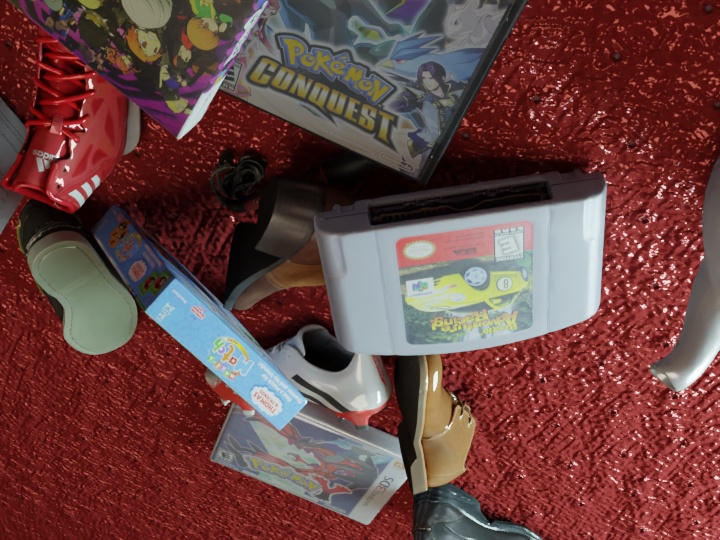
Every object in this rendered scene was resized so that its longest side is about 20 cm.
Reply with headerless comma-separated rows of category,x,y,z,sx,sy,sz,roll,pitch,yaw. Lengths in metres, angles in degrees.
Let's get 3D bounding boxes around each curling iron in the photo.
curling iron,-0.032,-0.075,0.761,0.197,0.026,0.050,-8,138,32

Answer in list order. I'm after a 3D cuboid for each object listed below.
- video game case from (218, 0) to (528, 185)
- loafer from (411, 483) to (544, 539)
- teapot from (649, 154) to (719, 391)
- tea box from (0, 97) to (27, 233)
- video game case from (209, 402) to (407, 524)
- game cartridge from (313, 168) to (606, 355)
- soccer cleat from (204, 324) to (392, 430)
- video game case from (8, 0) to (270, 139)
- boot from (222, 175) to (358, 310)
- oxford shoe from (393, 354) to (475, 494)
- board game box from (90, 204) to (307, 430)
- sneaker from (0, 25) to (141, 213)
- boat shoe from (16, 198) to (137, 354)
video game case,-0.014,-0.157,0.638,0.197,0.026,0.182,24,138,-4
loafer,0.133,0.302,1.117,0.198,0.073,0.073,30,141,-14
teapot,0.292,-0.003,0.601,0.194,0.148,0.202,15,142,6
tea box,-0.391,-0.102,0.808,0.194,0.135,0.201,-5,137,28
video game case,-0.053,0.196,1.114,0.197,0.023,0.183,24,143,-4
game cartridge,0.073,0.001,0.739,0.196,0.041,0.134,-9,137,2
soccer cleat,-0.061,0.087,0.953,0.197,0.069,0.087,6,118,32
video game case,-0.139,-0.201,0.593,0.199,0.036,0.181,39,131,-5
boot,0.000,0.000,0.826,0.197,0.070,0.189,14,145,-19
oxford shoe,0.069,0.127,0.952,0.070,0.072,0.202,-12,140,-4
board game box,-0.134,0.032,0.843,0.151,0.037,0.200,47,176,-30
sneaker,-0.195,-0.115,0.714,0.077,0.117,0.202,14,143,7
boat shoe,-0.253,0.008,0.946,0.071,0.061,0.202,-26,152,-12
